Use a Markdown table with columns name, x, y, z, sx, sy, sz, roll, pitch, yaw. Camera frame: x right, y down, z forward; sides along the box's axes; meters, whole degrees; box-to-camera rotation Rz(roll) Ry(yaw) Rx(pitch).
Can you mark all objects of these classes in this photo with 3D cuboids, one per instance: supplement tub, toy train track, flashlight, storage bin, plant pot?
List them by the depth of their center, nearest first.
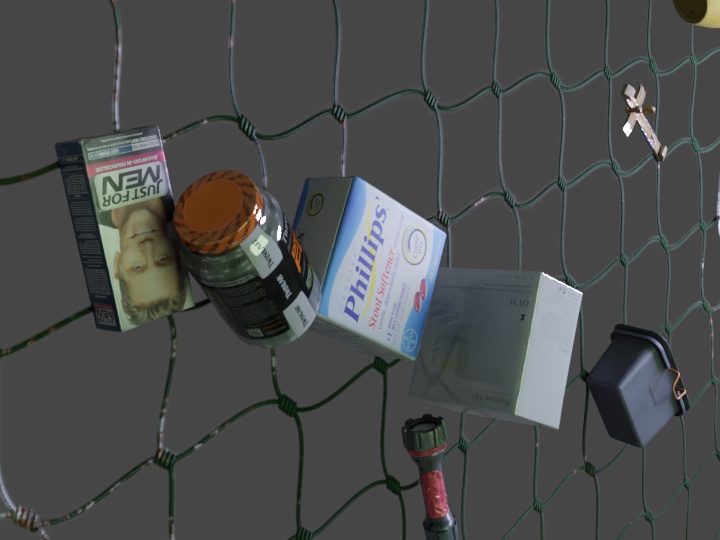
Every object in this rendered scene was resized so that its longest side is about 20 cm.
| name | x | y | z | sx | sy | sz | roll | pitch | yaw |
| --- | --- | --- | --- | --- | --- | --- | --- | --- | --- |
| supplement tub | -0.125 | -0.011 | 1.034 | 0.124 | 0.121 | 0.201 | -61 | 151 | -24 |
| flashlight | 0.108 | 0.317 | 1.364 | 0.067 | 0.067 | 0.204 | -22 | 106 | -43 |
| storage bin | 0.517 | 0.227 | 1.733 | 0.134 | 0.145 | 0.202 | -42 | 120 | -23 |
| toy train track | 0.566 | -0.288 | 1.823 | 0.200 | 0.032 | 0.116 | 46 | 61 | -37 |
| plant pot | 0.717 | -0.574 | 1.876 | 0.140 | 0.200 | 0.203 | -26 | 112 | -14 |

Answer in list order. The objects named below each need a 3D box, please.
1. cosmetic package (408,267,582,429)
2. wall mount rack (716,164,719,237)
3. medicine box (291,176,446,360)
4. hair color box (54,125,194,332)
| name | x | y | z | sx | sy | sz | roll | pitch | yaw |
| --- | --- | --- | --- | --- | --- | --- | --- | --- | --- |
| cosmetic package | 0.194 | 0.109 | 1.349 | 0.122 | 0.197 | 0.204 | 20 | 77 | -43 |
| wall mount rack | 0.867 | -0.169 | 2.100 | 0.172 | 0.074 | 0.204 | 3 | 90 | -45 |
| medicine box | 0.000 | 0.000 | 1.219 | 0.199 | 0.102 | 0.185 | 27 | 73 | -43 |
| hair color box | -0.250 | -0.046 | 0.995 | 0.099 | 0.060 | 0.204 | -21 | 107 | -42 |
